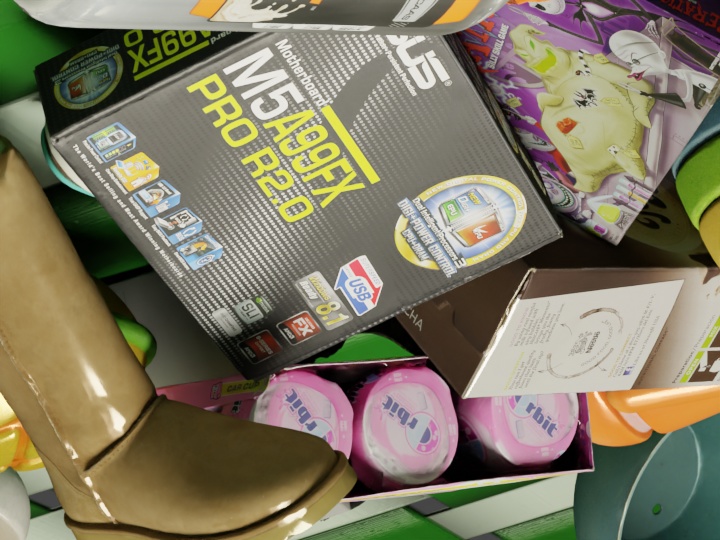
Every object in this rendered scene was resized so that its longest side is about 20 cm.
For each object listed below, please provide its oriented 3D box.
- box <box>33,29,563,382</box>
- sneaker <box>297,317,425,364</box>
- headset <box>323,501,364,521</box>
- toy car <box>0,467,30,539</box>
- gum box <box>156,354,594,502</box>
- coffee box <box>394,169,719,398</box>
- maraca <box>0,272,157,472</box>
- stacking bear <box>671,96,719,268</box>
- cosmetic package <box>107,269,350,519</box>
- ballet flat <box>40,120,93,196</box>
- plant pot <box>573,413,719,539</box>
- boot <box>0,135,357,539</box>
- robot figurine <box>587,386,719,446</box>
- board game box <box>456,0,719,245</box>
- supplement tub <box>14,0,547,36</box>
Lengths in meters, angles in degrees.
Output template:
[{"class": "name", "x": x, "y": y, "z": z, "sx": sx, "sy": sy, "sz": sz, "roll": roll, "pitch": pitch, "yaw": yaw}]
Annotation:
[{"class": "box", "x": -0.022, "y": -0.049, "z": 1.185, "sx": 0.160, "sy": 0.044, "sz": 0.200, "roll": -25, "pitch": 140, "yaw": 9}, {"class": "sneaker", "x": 0.000, "y": 0.000, "z": 1.417, "sx": 0.200, "sy": 0.079, "sz": 0.074, "roll": -1, "pitch": 121, "yaw": -42}, {"class": "headset", "x": -0.049, "y": 0.144, "z": 1.731, "sx": 0.123, "sy": 0.094, "sz": 0.200, "roll": -22, "pitch": 170, "yaw": 22}, {"class": "toy car", "x": -0.290, "y": 0.185, "z": 1.634, "sx": 0.150, "sy": 0.175, "sz": 0.200, "roll": 25, "pitch": 155, "yaw": -2}, {"class": "gum box", "x": 0.000, "y": 0.079, "z": 1.358, "sx": 0.200, "sy": 0.066, "sz": 0.113, "roll": -3, "pitch": 174, "yaw": -36}, {"class": "coffee box", "x": 0.108, "y": -0.005, "z": 1.356, "sx": 0.200, "sy": 0.113, "sz": 0.080, "roll": -1, "pitch": 129, "yaw": -41}, {"class": "maraca", "x": -0.188, "y": 0.041, "z": 1.341, "sx": 0.137, "sy": 0.107, "sz": 0.200, "roll": -26, "pitch": 156, "yaw": 36}, {"class": "stacking bear", "x": 0.199, "y": -0.032, "z": 1.259, "sx": 0.121, "sy": 0.201, "sz": 0.114, "roll": -16, "pitch": 160, "yaw": 6}, {"class": "cosmetic package", "x": -0.075, "y": 0.073, "z": 1.508, "sx": 0.090, "sy": 0.107, "sz": 0.200, "roll": -18, "pitch": 158, "yaw": 10}, {"class": "ballet flat", "x": -0.055, "y": -0.048, "z": 1.261, "sx": 0.069, "sy": 0.070, "sz": 0.200, "roll": -27, "pitch": 153, "yaw": 33}, {"class": "plant pot", "x": 0.217, "y": 0.151, "z": 1.831, "sx": 0.200, "sy": 0.201, "sz": 0.135, "roll": -3, "pitch": -165, "yaw": -27}, {"class": "boot", "x": -0.113, "y": 0.033, "z": 1.208, "sx": 0.175, "sy": 0.200, "sz": 0.066, "roll": -10, "pitch": -152, "yaw": 38}, {"class": "robot figurine", "x": 0.170, "y": 0.024, "z": 1.509, "sx": 0.200, "sy": 0.144, "sz": 0.117, "roll": -25, "pitch": 146, "yaw": 19}, {"class": "board game box", "x": 0.090, "y": -0.085, "z": 1.206, "sx": 0.120, "sy": 0.032, "sz": 0.200, "roll": 32, "pitch": 156, "yaw": 3}, {"class": "supplement tub", "x": -0.019, "y": -0.141, "z": 0.940, "sx": 0.199, "sy": 0.123, "sz": 0.123, "roll": -2, "pitch": 157, "yaw": -30}]
